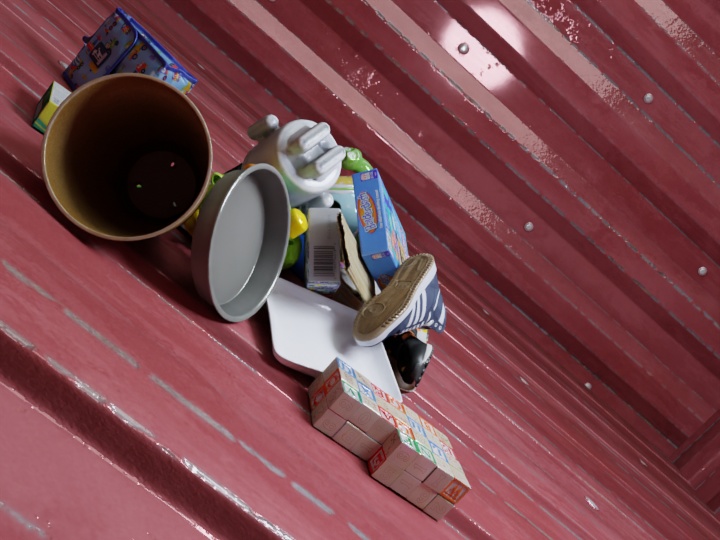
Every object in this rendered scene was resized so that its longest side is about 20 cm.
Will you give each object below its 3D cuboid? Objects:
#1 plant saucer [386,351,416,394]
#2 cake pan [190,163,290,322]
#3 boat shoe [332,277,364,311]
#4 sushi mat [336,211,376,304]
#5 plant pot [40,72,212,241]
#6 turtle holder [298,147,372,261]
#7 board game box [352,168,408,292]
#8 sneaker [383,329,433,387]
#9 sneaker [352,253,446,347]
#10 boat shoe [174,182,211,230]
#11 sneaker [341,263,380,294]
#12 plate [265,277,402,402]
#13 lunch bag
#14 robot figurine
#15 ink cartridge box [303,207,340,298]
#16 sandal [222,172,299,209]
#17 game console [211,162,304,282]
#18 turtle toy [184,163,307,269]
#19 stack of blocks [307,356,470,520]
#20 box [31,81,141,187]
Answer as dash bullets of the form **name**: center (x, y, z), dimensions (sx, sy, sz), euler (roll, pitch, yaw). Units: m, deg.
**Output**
- **plant saucer**: center (0.003, 0.128, 1.263), dimensions (0.200, 0.034, 0.200), euler (39, 11, -9)
- **cake pan**: center (-0.149, -0.036, 1.003), dimensions (0.037, 0.201, 0.200), euler (12, 0, 20)
- **boat shoe**: center (0.002, 0.061, 1.412), dimensions (0.200, 0.076, 0.072), euler (32, 14, -46)
- **sushi mat**: center (0.000, 0.000, 1.177), dimensions (0.200, 0.012, 0.096), euler (60, 18, -61)
- **plant pot**: center (-0.259, -0.120, 0.979), dimensions (0.186, 0.186, 0.200), euler (42, -4, 1)
- **turtle holder**: center (-0.027, -0.112, 1.422), dimensions (0.132, 0.186, 0.141), euler (23, 18, -30)
- **board game box**: center (0.039, -0.043, 1.288), dimensions (0.200, 0.045, 0.152), euler (60, 20, -57)
- **sneaker**: center (0.059, 0.119, 1.268), dimensions (0.090, 0.070, 0.200), euler (23, 14, -4)
- **sneaker**: center (0.065, 0.073, 1.183), dimensions (0.070, 0.200, 0.109), euler (6, -52, 35)
- **boat shoe**: center (-0.249, -0.112, 1.219), dimensions (0.074, 0.068, 0.199), euler (35, 13, -34)
- **sneaker**: center (-0.043, 0.005, 1.497), dimensions (0.200, 0.073, 0.114), euler (32, 11, -43)
- **plate**: center (-0.049, 0.097, 1.103), dimensions (0.199, 0.032, 0.200), euler (25, 23, -26)
- **lunch bag**: center (-0.396, -0.329, 1.337), dimensions (0.200, 0.151, 0.094), euler (46, 11, 20)
- **robot figurine**: center (-0.106, -0.154, 1.209), dimensions (0.200, 0.113, 0.170), euler (-19, -74, 53)
- **ink cartridge box**: center (-0.062, -0.018, 1.225), dimensions (0.050, 0.109, 0.200), euler (1, -11, -7)
- **sandal**: center (-0.185, -0.121, 1.466), dimensions (0.200, 0.087, 0.079), euler (18, 12, -9)
- **game console**: center (-0.168, -0.065, 1.326), dimensions (0.200, 0.118, 0.171), euler (45, -33, -21)
- **turtle toy**: center (-0.151, -0.069, 1.148), dimensions (0.200, 0.146, 0.101), euler (54, 12, -36)
- **stack of blocks**: center (0.033, 0.205, 0.983), dimensions (0.200, 0.059, 0.115), euler (38, 11, -20)
- **box**: center (-0.363, -0.180, 1.145), dimensions (0.200, 0.048, 0.117), euler (34, 13, -28)
